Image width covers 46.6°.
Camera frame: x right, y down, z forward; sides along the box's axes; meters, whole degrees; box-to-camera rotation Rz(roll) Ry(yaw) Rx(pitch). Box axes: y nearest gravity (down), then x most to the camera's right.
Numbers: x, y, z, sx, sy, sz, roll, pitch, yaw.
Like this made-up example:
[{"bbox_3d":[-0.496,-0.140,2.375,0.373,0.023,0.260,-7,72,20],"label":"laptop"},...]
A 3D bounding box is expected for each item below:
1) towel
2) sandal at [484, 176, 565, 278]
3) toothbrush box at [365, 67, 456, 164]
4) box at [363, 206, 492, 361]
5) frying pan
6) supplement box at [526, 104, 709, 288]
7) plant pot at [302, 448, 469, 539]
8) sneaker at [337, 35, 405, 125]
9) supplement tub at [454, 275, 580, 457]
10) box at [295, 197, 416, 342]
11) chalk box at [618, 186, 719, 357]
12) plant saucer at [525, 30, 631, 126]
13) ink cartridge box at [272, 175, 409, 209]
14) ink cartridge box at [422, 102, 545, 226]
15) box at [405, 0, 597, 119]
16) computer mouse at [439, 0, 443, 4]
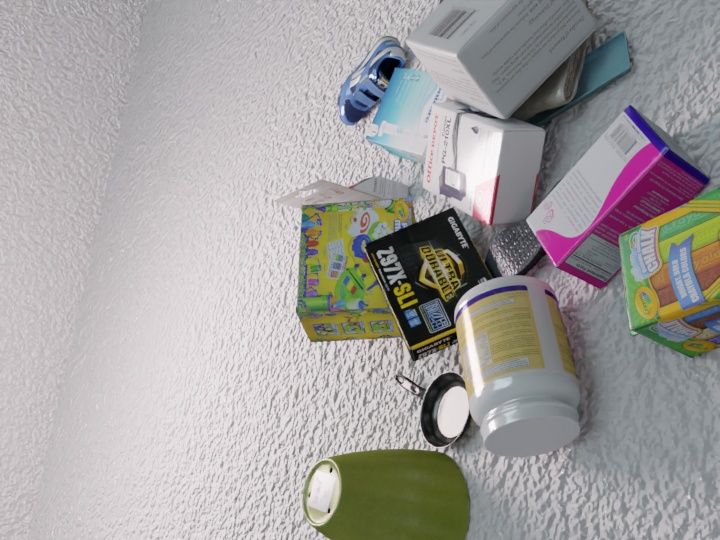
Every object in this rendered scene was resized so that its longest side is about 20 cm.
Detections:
[{"bbox_3d":[0.291,-0.322,1.296,0.132,0.034,0.202,-16,51,55],"label":"towel"},{"bbox_3d":[0.259,-0.049,1.210,0.200,0.042,0.077,-45,48,34],"label":"sandal"},{"bbox_3d":[0.114,-0.272,1.498,0.199,0.085,0.148,27,94,57],"label":"toothbrush box"},{"bbox_3d":[0.112,0.018,1.266,0.158,0.050,0.202,-23,57,-1],"label":"box"},{"bbox_3d":[0.110,0.215,1.287,0.189,0.031,0.117,-14,61,55],"label":"frying pan"},{"bbox_3d":[0.327,-0.090,1.080,0.200,0.103,0.102,-49,38,25],"label":"supplement box"},{"bbox_3d":[0.021,0.335,1.195,0.186,0.198,0.190,-31,49,43],"label":"plant pot"},{"bbox_3d":[0.022,-0.377,1.700,0.201,0.073,0.083,-56,37,21],"label":"sneaker"},{"bbox_3d":[0.205,0.125,1.097,0.145,0.144,0.202,-38,44,38],"label":"supplement tub"},{"bbox_3d":[0.000,0.000,1.396,0.190,0.122,0.203,-3,62,8],"label":"box"},{"bbox_3d":[0.374,0.011,0.937,0.199,0.123,0.126,-31,48,43],"label":"chalk box"},{"bbox_3d":[0.324,-0.280,1.264,0.199,0.019,0.071,-30,49,45],"label":"plant saucer"},{"bbox_3d":[-0.035,-0.140,1.534,0.162,0.198,0.058,-16,61,50],"label":"ink cartridge box"},{"bbox_3d":[0.185,-0.170,1.301,0.200,0.083,0.147,39,128,55],"label":"ink cartridge box"},{"bbox_3d":[0.205,-0.356,1.256,0.200,0.131,0.199,-45,28,0],"label":"box"},{"bbox_3d":[0.206,-0.552,1.554,0.199,0.046,0.142,-23,56,48],"label":"computer mouse"}]
